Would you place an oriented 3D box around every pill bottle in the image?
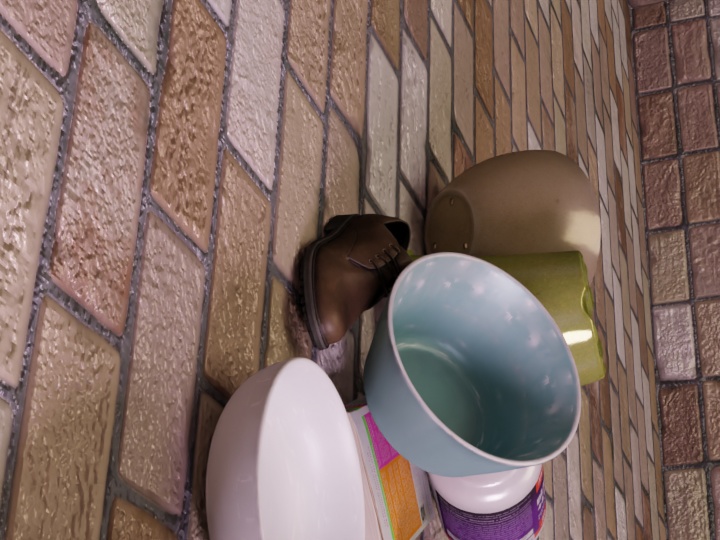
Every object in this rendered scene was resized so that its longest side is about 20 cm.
[{"bbox_3d":[0.121,0.195,1.333,0.201,0.110,0.112,75,16,-57],"label":"pill bottle"}]

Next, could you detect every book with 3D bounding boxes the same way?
[{"bbox_3d":[0.021,0.178,1.242,0.200,0.048,0.135,-8,89,-73],"label":"book"}]

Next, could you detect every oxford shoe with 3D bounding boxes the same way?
[{"bbox_3d":[0.000,0.000,1.196,0.200,0.084,0.073,-64,143,-56],"label":"oxford shoe"}]

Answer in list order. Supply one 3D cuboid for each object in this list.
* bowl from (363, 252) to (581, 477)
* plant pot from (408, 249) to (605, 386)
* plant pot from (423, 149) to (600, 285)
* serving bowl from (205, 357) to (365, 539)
[{"bbox_3d":[0.081,0.096,1.192,0.199,0.105,0.202,20,50,-25],"label":"bowl"},{"bbox_3d":[0.148,0.061,1.403,0.200,0.182,0.202,-11,90,-79],"label":"plant pot"},{"bbox_3d":[0.149,-0.038,1.533,0.133,0.200,0.202,3,77,-34],"label":"plant pot"},{"bbox_3d":[-0.060,0.165,0.980,0.200,0.065,0.202,-7,90,-71],"label":"serving bowl"}]
